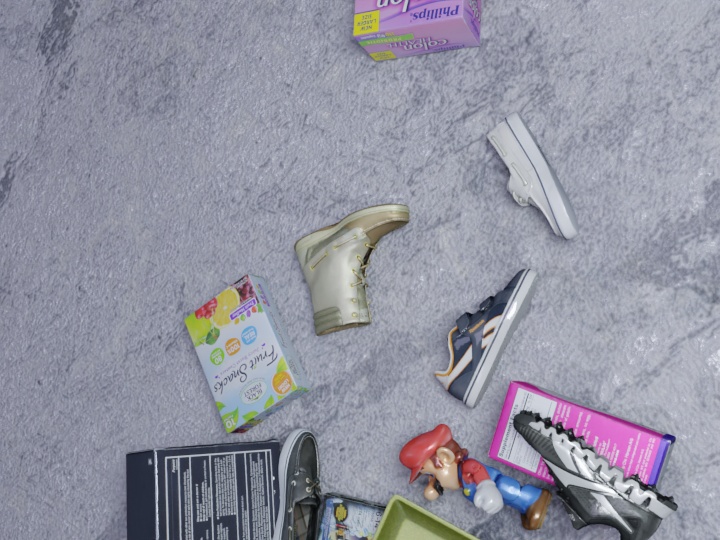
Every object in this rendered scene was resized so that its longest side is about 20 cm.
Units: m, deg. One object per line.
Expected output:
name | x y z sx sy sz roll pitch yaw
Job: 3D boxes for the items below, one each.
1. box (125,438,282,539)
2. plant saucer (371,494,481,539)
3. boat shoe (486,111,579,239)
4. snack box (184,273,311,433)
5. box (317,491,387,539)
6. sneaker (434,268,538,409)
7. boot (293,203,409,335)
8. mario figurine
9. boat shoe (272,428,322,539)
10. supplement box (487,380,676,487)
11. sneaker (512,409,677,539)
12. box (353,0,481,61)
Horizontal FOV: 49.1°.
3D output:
box | -0.220 0.350 1.114 0.122 0.195 0.205 -20 69 49
plant saucer | 0.090 0.426 1.024 0.197 0.048 0.203 25 86 11
boat shoe | 0.230 -0.122 1.073 0.065 0.072 0.203 -32 68 21
snack box | -0.179 0.129 1.229 0.141 0.053 0.203 -33 69 17
box | 0.000 0.426 1.097 0.134 0.040 0.205 4 82 25
sneaker | 0.166 0.078 1.061 0.078 0.078 0.203 29 95 21
boot | 0.000 0.000 1.158 0.197 0.072 0.158 -22 71 26
mario figurine | 0.137 0.284 1.013 0.197 0.106 0.125 23 129 15
boat shoe | -0.080 0.326 1.119 0.056 0.068 0.205 -16 60 43
supplement box | 0.272 0.217 0.973 0.197 0.101 0.106 20 91 27
sneaker | 0.246 0.239 0.888 0.198 0.066 0.092 33 95 24
box | 0.088 -0.438 1.182 0.172 0.096 0.205 -1 81 25
